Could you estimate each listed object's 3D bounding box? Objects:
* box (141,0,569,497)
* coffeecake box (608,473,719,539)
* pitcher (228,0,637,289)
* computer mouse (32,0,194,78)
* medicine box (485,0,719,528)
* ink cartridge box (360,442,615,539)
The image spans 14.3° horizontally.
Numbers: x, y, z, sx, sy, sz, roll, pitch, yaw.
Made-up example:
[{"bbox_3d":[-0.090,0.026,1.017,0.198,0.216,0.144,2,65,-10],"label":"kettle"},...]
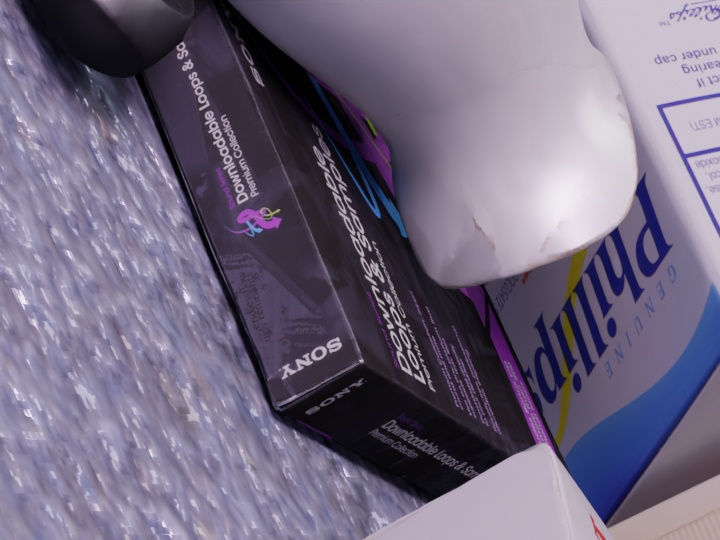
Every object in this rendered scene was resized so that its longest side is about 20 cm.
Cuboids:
[{"bbox_3d":[0.000,0.000,0.929,0.200,0.036,0.143,32,31,-62],"label":"box"},{"bbox_3d":[0.177,0.123,1.097,0.200,0.153,0.073,33,33,-65],"label":"coffeecake box"},{"bbox_3d":[0.012,-0.120,0.898,0.172,0.121,0.200,-95,159,-52],"label":"pitcher"},{"bbox_3d":[-0.080,-0.102,0.859,0.059,0.034,0.200,44,12,-17],"label":"computer mouse"},{"bbox_3d":[0.113,-0.025,1.078,0.182,0.103,0.201,115,-41,-54],"label":"medicine box"},{"bbox_3d":[0.067,0.166,0.718,0.200,0.084,0.146,54,14,-28],"label":"ink cartridge box"}]
